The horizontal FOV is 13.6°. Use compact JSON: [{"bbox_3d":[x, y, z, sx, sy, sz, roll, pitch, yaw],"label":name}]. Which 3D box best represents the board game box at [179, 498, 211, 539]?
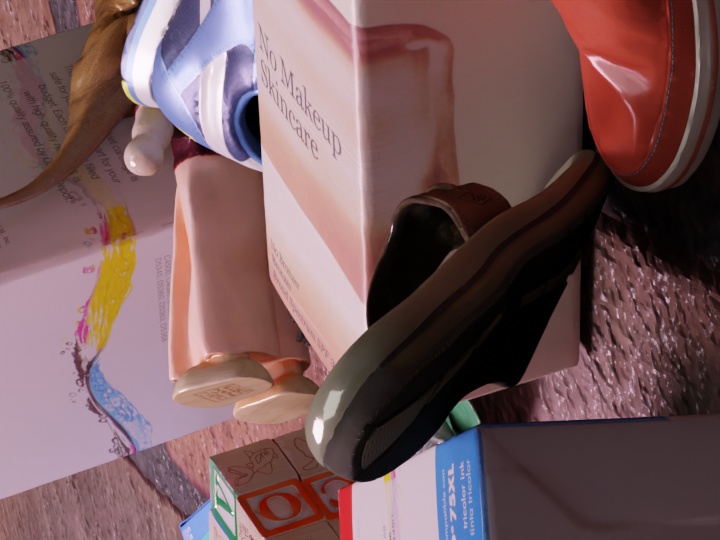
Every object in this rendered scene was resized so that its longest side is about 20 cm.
[{"bbox_3d":[-0.025,0.168,1.438,0.200,0.045,0.153,136,116,-70],"label":"board game box"}]

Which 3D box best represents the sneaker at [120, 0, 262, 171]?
[{"bbox_3d":[-0.028,-0.120,1.149,0.082,0.074,0.200,44,140,22],"label":"sneaker"}]

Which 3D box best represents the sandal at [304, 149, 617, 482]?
[{"bbox_3d":[0.027,0.001,0.932,0.057,0.201,0.080,31,115,14],"label":"sandal"}]

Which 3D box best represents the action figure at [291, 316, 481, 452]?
[{"bbox_3d":[0.000,0.000,1.212,0.118,0.054,0.201,103,150,-62],"label":"action figure"}]

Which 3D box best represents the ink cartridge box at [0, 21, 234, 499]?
[{"bbox_3d":[-0.150,-0.004,1.405,0.147,0.199,0.147,90,156,-45],"label":"ink cartridge box"}]

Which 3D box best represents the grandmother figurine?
[{"bbox_3d":[-0.059,-0.042,1.266,0.121,0.060,0.201,28,-128,-58],"label":"grandmother figurine"}]

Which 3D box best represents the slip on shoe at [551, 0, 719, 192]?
[{"bbox_3d":[0.065,-0.109,0.893,0.074,0.061,0.201,46,155,51],"label":"slip on shoe"}]

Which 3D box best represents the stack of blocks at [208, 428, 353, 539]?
[{"bbox_3d":[-0.026,0.165,1.285,0.115,0.058,0.201,51,149,46],"label":"stack of blocks"}]

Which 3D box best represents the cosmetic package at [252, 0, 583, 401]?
[{"bbox_3d":[0.019,-0.060,1.040,0.103,0.087,0.201,-126,26,-48],"label":"cosmetic package"}]

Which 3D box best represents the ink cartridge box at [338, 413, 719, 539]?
[{"bbox_3d":[0.063,0.093,0.983,0.200,0.116,0.068,147,120,-71],"label":"ink cartridge box"}]

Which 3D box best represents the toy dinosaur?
[{"bbox_3d":[-0.110,-0.081,1.353,0.061,0.106,0.201,70,-154,-45],"label":"toy dinosaur"}]
